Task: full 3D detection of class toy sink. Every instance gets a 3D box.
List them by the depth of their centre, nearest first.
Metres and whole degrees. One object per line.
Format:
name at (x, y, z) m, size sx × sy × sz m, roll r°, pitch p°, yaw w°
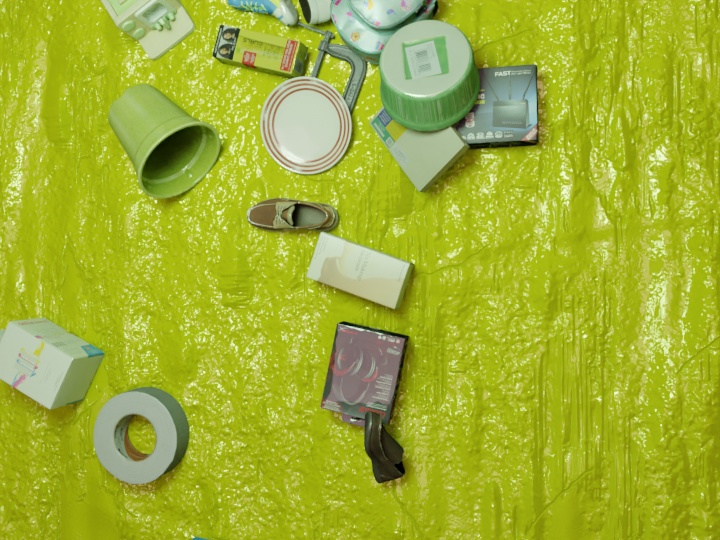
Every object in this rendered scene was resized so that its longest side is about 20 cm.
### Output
toy sink at (-0.478, -0.586, 1.578) m, size 0.130 × 0.112 × 0.201 m, roll -33°, pitch 84°, yaw 9°

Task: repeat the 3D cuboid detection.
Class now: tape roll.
tape roll at (-0.482, 0.361, 1.597) m, size 0.199 × 0.066 × 0.202 m, roll 0°, pitch 89°, yaw 12°

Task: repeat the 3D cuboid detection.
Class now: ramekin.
ramekin at (0.129, -0.380, 1.394) m, size 0.198 × 0.098 × 0.202 m, roll -4°, pitch 70°, yaw 10°

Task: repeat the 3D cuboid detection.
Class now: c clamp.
c clamp at (-0.076, -0.412, 1.546) m, size 0.170 × 0.027 × 0.202 m, roll 15°, pitch 91°, yaw 6°

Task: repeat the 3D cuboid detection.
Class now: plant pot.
plant pot at (-0.431, -0.289, 1.542) m, size 0.200 × 0.200 × 0.184 m, roll -46°, pitch 70°, yaw 7°

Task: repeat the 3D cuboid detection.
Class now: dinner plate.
dinner plate at (-0.114, -0.306, 1.534) m, size 0.198 × 0.024 × 0.202 m, roll 3°, pitch 106°, yaw 11°

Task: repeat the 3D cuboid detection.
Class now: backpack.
backpack at (0.041, -0.527, 1.460) m, size 0.176 × 0.153 × 0.200 m, roll 44°, pitch 102°, yaw 3°

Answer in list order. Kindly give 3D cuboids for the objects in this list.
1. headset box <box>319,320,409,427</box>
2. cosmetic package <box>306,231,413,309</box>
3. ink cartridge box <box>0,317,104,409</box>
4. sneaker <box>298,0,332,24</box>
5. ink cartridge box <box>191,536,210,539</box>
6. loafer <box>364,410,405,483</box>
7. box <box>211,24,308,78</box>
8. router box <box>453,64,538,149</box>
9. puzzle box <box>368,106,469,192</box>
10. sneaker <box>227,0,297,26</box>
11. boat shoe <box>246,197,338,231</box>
headset box at (0.007, 0.219, 1.496) m, size 0.147 × 0.075 × 0.202 m, roll 12°, pitch 92°, yaw 9°
cosmetic package at (0.000, 0.000, 1.501) m, size 0.199 × 0.071 × 0.106 m, roll 18°, pitch 93°, yaw 11°
ink cartridge box at (-0.705, 0.197, 1.610) m, size 0.199 × 0.129 × 0.126 m, roll 27°, pitch 95°, yaw 11°
sneaker at (-0.098, -0.613, 1.538) m, size 0.084 × 0.073 × 0.201 m, roll -13°, pitch 80°, yaw -20°
ink cartridge box at (-0.285, 0.671, 1.546) m, size 0.198 × 0.084 × 0.147 m, roll 7°, pitch 91°, yaw 12°
loafer at (0.051, 0.349, 1.452) m, size 0.070 × 0.073 × 0.201 m, roll -7°, pitch 133°, yaw 9°
box at (-0.214, -0.464, 1.543) m, size 0.199 × 0.050 × 0.076 m, roll 19°, pitch 94°, yaw 19°
router box at (0.257, -0.325, 1.458) m, size 0.198 × 0.062 × 0.151 m, roll -2°, pitch 88°, yaw 11°
puzzle box at (0.114, -0.275, 1.460) m, size 0.133 × 0.025 × 0.201 m, roll -44°, pitch 65°, yaw 26°
sneaker at (-0.219, -0.577, 1.556) m, size 0.105 × 0.076 × 0.201 m, roll -40°, pitch 75°, yaw 20°
boat shoe at (-0.149, -0.120, 1.531) m, size 0.198 × 0.072 × 0.076 m, roll -1°, pitch 89°, yaw 11°
